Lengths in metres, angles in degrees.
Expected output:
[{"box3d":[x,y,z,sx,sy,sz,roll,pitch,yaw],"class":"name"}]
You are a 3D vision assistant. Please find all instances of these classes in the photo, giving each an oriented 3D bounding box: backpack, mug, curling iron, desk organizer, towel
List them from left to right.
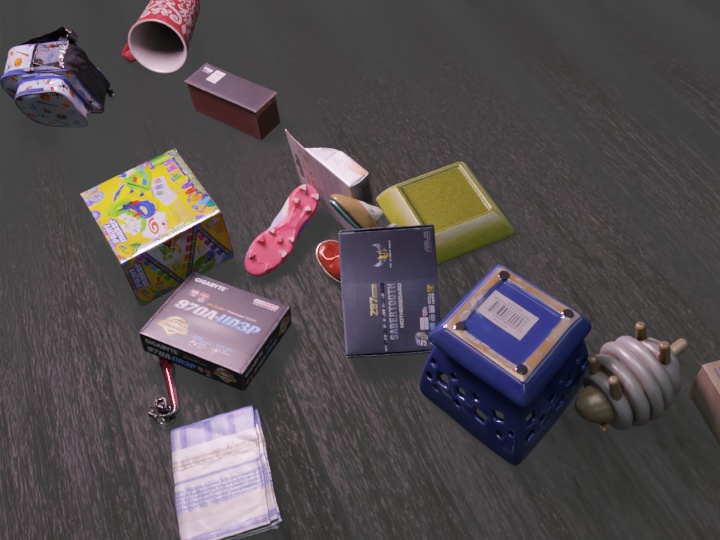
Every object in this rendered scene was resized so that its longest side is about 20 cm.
[{"box3d":[-0.651,-0.393,1.646,0.187,0.201,0.157,6,65,14],"class":"backpack"},{"box3d":[-0.463,-0.569,1.795,0.174,0.135,0.202,2,48,5],"class":"mug"},{"box3d":[-0.322,0.159,1.260,0.049,0.026,0.202,-10,51,-7],"class":"curling iron"},{"box3d":[-0.201,0.301,1.138,0.144,0.024,0.202,-16,50,-4],"class":"towel"},{"box3d":[-0.266,-0.354,1.634,0.198,0.078,0.072,27,58,24],"class":"desk organizer"}]

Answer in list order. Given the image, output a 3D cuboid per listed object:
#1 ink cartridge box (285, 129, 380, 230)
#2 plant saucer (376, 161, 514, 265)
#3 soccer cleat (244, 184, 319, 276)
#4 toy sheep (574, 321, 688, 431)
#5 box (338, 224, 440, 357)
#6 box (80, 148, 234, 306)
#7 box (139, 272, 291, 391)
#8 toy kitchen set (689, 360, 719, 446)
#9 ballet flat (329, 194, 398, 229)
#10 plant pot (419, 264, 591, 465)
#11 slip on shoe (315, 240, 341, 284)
[{"box3d":[-0.048,-0.158,1.403,0.050,0.163,0.200,-34,55,-15],"class":"ink cartridge box"},{"box3d":[0.153,-0.116,1.423,0.197,0.048,0.201,-21,53,-11],"class":"plant saucer"},{"box3d":[-0.141,-0.069,1.412,0.066,0.076,0.202,34,74,-5],"class":"soccer cleat"},{"box3d":[0.395,0.155,1.127,0.198,0.139,0.139,-28,53,-6],"class":"toy sheep"},{"box3d":[0.047,0.033,1.244,0.154,0.051,0.204,-3,87,3],"class":"box"},{"box3d":[-0.363,-0.081,1.395,0.191,0.123,0.201,-29,55,-17],"class":"box"},{"box3d":[-0.234,0.095,1.276,0.197,0.047,0.160,18,46,18],"class":"box"},{"box3d":[0.604,0.178,1.069,0.196,0.165,0.182,-13,51,-6],"class":"toy kitchen set"},{"box3d":[0.027,-0.069,1.316,0.063,0.200,0.069,-43,25,-5],"class":"ballet flat"},{"box3d":[0.214,0.123,1.141,0.199,0.181,0.200,34,62,28],"class":"plant pot"},{"box3d":[0.000,0.000,1.336,0.074,0.062,0.199,-40,57,-22],"class":"slip on shoe"}]
